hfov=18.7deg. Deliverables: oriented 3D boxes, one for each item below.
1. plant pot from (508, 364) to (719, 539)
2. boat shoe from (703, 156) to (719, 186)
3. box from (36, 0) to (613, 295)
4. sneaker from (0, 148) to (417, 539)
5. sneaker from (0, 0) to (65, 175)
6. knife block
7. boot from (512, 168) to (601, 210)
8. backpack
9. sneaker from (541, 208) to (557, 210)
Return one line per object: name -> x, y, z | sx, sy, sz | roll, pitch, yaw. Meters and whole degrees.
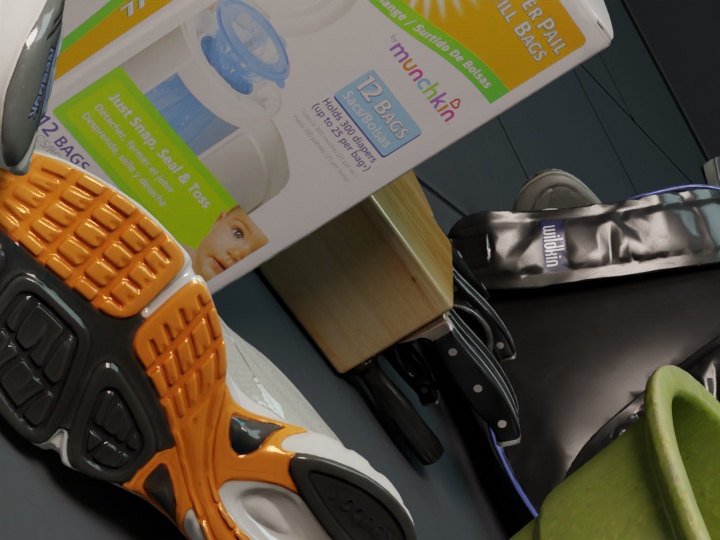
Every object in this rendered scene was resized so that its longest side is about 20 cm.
plant pot -> 0.052, 0.159, 0.588 | 0.200, 0.190, 0.200 | 53, 15, -21
boat shoe -> 0.493, -0.102, 2.812 | 0.070, 0.071, 0.201 | 52, 16, -25
box -> -0.022, -0.095, 0.824 | 0.113, 0.200, 0.102 | 50, 17, -30
sneaker -> -0.067, 0.036, 0.708 | 0.200, 0.076, 0.092 | 51, -3, -24
sneaker -> -0.140, -0.089, 0.666 | 0.087, 0.075, 0.200 | 10, 14, -16
knife block -> 0.000, 0.000, 0.980 | 0.200, 0.064, 0.176 | 29, 32, -63
boot -> 0.157, -0.001, 1.503 | 0.204, 0.073, 0.154 | 58, 11, -22
backpack -> 0.150, 0.054, 1.129 | 0.154, 0.190, 0.201 | 66, 0, -66
sneaker -> 0.154, 0.054, 1.354 | 0.130, 0.079, 0.200 | -33, 103, -84
